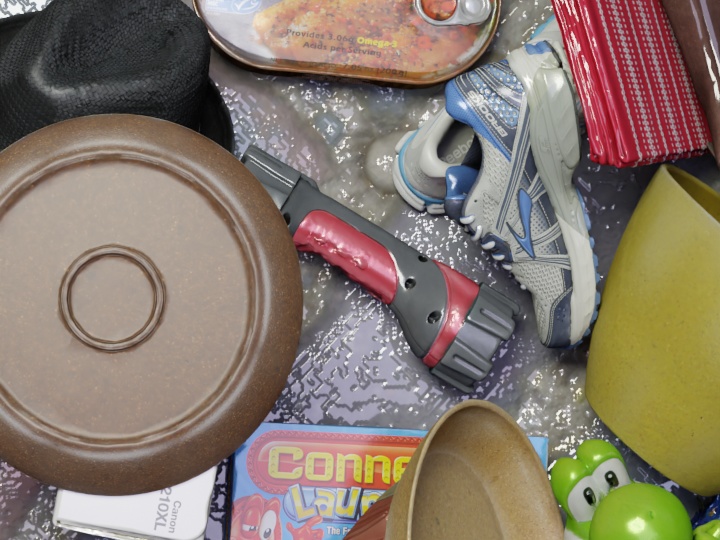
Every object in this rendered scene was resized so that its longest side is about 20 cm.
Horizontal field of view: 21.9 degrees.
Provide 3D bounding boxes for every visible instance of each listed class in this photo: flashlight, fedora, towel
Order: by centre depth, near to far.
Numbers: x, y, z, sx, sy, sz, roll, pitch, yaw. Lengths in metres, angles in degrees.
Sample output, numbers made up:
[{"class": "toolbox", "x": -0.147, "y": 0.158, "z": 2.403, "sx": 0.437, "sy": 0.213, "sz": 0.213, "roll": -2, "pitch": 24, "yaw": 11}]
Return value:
[{"class": "fedora", "x": -0.153, "y": -0.110, "z": 1.092, "sx": 0.199, "sy": 0.092, "sz": 0.201, "roll": 16, "pitch": 45, "yaw": -17}, {"class": "towel", "x": 0.173, "y": -0.136, "z": 1.145, "sx": 0.022, "sy": 0.200, "sz": 0.146, "roll": -16, "pitch": 88, "yaw": 31}, {"class": "flashlight", "x": 0.000, "y": 0.000, "z": 1.162, "sx": 0.199, "sy": 0.068, "sz": 0.068, "roll": 30, "pitch": 93, "yaw": -4}]

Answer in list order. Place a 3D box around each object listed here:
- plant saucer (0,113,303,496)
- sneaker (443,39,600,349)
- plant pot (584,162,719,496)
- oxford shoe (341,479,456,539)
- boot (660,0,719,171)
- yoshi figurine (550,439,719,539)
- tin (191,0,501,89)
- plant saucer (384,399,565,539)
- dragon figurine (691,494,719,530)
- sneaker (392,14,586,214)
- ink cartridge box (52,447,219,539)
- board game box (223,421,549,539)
[{"class": "plant saucer", "x": -0.128, "y": 0.016, "z": 0.963, "sx": 0.199, "sy": 0.034, "sz": 0.202, "roll": 0, "pitch": 85, "yaw": -3}, {"class": "sneaker", "x": 0.092, "y": -0.039, "z": 1.124, "sx": 0.085, "sy": 0.077, "sz": 0.201, "roll": -13, "pitch": 117, "yaw": -1}, {"class": "plant pot", "x": 0.218, "y": 0.051, "z": 1.136, "sx": 0.200, "sy": 0.200, "sz": 0.142, "roll": 38, "pitch": 103, "yaw": -2}, {"class": "oxford shoe", "x": 0.004, "y": 0.201, "z": 1.055, "sx": 0.074, "sy": 0.071, "sz": 0.200, "roll": 47, "pitch": 54, "yaw": -6}, {"class": "boot", "x": 0.220, "y": -0.145, "z": 1.136, "sx": 0.072, "sy": 0.200, "sz": 0.168, "roll": -17, "pitch": 63, "yaw": 31}, {"class": "yoshi figurine", "x": 0.180, "y": 0.194, "z": 1.116, "sx": 0.201, "sy": 0.112, "sz": 0.113, "roll": 58, "pitch": 44, "yaw": -23}, {"class": "tin", "x": -0.010, "y": -0.177, "z": 1.189, "sx": 0.198, "sy": 0.042, "sz": 0.113, "roll": 6, "pitch": 89, "yaw": -6}, {"class": "plant saucer", "x": 0.063, "y": 0.175, "z": 1.059, "sx": 0.035, "sy": 0.200, "sz": 0.202, "roll": -11, "pitch": 86, "yaw": 30}, {"class": "dragon figurine", "x": 0.297, "y": 0.134, "z": 1.188, "sx": 0.200, "sy": 0.059, "sz": 0.100, "roll": -41, "pitch": 91, "yaw": -7}, {"class": "sneaker", "x": 0.111, "y": -0.109, "z": 1.173, "sx": 0.200, "sy": 0.087, "sz": 0.075, "roll": -40, "pitch": 88, "yaw": -10}, {"class": "ink cartridge box", "x": -0.120, "y": 0.079, "z": 1.073, "sx": 0.084, "sy": 0.200, "sz": 0.146, "roll": 10, "pitch": 84, "yaw": -6}, {"class": "board game box", "x": 0.012, "y": 0.196, "z": 1.152, "sx": 0.198, "sy": 0.056, "sz": 0.197, "roll": 3, "pitch": 86, "yaw": -6}]
